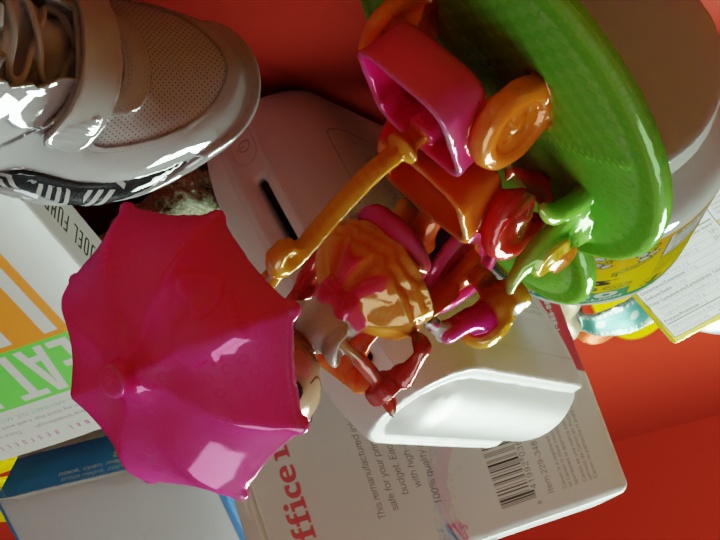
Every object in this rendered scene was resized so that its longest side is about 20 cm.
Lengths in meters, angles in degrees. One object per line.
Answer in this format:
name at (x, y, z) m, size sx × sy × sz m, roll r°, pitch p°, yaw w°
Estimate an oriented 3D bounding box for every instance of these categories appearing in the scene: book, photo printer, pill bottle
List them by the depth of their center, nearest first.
book at (-0.173, 0.002, 0.696) m, size 0.133 × 0.048 × 0.200 m, roll -16°, pitch 138°, yaw 18°
pill bottle at (0.097, -0.055, 0.701) m, size 0.113 × 0.113 × 0.200 m, roll -11°, pitch 169°, yaw 1°
photo printer at (0.015, 0.004, 0.779) m, size 0.069 × 0.167 × 0.200 m, roll -37°, pitch 161°, yaw 16°

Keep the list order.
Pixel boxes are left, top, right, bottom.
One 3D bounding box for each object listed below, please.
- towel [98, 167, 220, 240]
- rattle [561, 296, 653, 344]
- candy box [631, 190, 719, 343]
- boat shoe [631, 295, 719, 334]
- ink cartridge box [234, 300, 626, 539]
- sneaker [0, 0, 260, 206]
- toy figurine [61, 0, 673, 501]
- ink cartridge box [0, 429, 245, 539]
towel at (-0.077, 0.008, 0.908) m, size 0.148 × 0.037 × 0.200 m, roll -35°, pitch 153°, yaw 23°
rattle at (0.102, 0.056, 1.062) m, size 0.200 × 0.143 × 0.130 m, roll 27°, pitch 136°, yaw -34°
candy box at (0.214, -0.044, 0.840) m, size 0.200 × 0.026 × 0.102 m, roll -31°, pitch 121°, yaw 23°
boat shoe at (0.233, -0.010, 0.963) m, size 0.200 × 0.074 × 0.067 m, roll 2°, pitch 134°, yaw -38°
ink cartridge box at (0.024, 0.088, 0.928) m, size 0.200 × 0.148 × 0.086 m, roll -16°, pitch 169°, yaw -12°
sneaker at (-0.109, -0.070, 0.526) m, size 0.200 × 0.075 × 0.115 m, roll -1°, pitch 167°, yaw -28°
toy figurine at (-0.013, 0.003, 0.565) m, size 0.184 × 0.150 × 0.200 m, roll -40°, pitch 153°, yaw -15°
ink cartridge box at (-0.115, 0.131, 1.080) m, size 0.144 × 0.147 × 0.200 m, roll -15°, pitch -153°, yaw 15°
